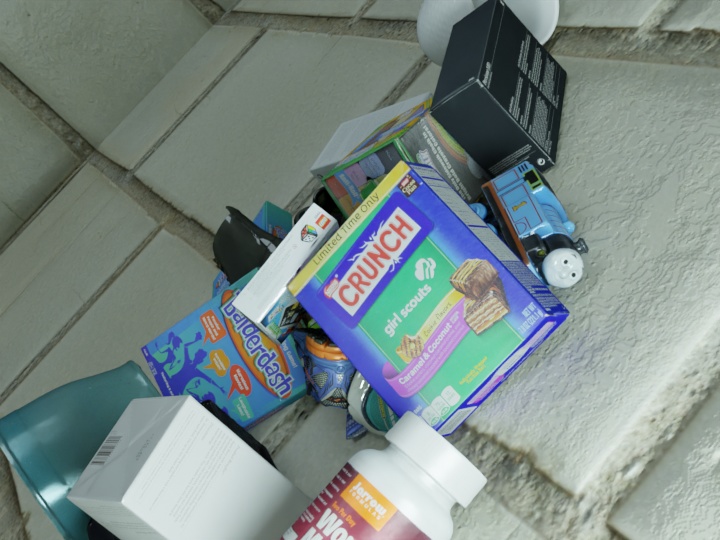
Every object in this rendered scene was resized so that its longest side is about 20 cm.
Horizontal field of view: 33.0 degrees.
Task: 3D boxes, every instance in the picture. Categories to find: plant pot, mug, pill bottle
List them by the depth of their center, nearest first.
[{"bbox_3d":[0.008,0.222,1.027,0.200,0.110,0.110,-48,23,-6],"label":"pill bottle"},{"bbox_3d":[-0.320,0.217,1.500,0.188,0.200,0.200,-35,21,-15],"label":"plant pot"},{"bbox_3d":[0.180,-0.353,1.671,0.200,0.148,0.175,-23,3,-29],"label":"mug"}]

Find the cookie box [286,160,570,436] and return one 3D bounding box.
[{"bbox_3d":[0.060,0.027,1.125,0.171,0.200,0.075,-48,-20,16],"label":"cookie box"}]

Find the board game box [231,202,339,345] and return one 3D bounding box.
[{"bbox_3d":[-0.067,0.009,1.252,0.126,0.035,0.200,-51,-8,-6],"label":"board game box"}]

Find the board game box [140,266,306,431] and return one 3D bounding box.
[{"bbox_3d":[-0.149,0.109,1.429,0.200,0.152,0.045,-34,-13,25],"label":"board game box"}]

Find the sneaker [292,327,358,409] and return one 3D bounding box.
[{"bbox_3d":[-0.036,0.101,1.285,0.200,0.075,0.079,-155,68,-87],"label":"sneaker"}]

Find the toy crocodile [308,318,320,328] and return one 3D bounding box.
[{"bbox_3d":[0.018,0.026,1.349,0.200,0.062,0.067,-37,-13,30],"label":"toy crocodile"}]

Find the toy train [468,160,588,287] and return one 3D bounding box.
[{"bbox_3d":[0.159,-0.026,1.217,0.114,0.087,0.200,-32,28,10],"label":"toy train"}]

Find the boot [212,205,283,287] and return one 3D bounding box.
[{"bbox_3d":[-0.142,0.034,1.491,0.077,0.138,0.200,-8,-50,-61],"label":"boot"}]

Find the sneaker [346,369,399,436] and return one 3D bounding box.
[{"bbox_3d":[0.059,0.071,1.208,0.080,0.077,0.200,17,84,32],"label":"sneaker"}]

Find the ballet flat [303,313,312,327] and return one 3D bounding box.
[{"bbox_3d":[0.000,0.000,1.468,0.072,0.068,0.200,4,54,44],"label":"ballet flat"}]

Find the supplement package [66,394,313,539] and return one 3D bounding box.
[{"bbox_3d":[-0.153,0.228,1.169,0.120,0.200,0.121,-11,40,51],"label":"supplement package"}]

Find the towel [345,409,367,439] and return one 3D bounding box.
[{"bbox_3d":[0.036,0.082,1.320,0.145,0.024,0.200,-38,25,19],"label":"towel"}]

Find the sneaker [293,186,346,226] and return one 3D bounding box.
[{"bbox_3d":[-0.034,-0.082,1.625,0.071,0.083,0.200,-55,21,-19],"label":"sneaker"}]

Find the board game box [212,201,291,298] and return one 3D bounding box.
[{"bbox_3d":[-0.146,0.017,1.628,0.152,0.045,0.200,-55,21,23],"label":"board game box"}]

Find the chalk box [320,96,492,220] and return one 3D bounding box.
[{"bbox_3d":[0.051,-0.100,1.404,0.124,0.125,0.200,-24,14,40],"label":"chalk box"}]

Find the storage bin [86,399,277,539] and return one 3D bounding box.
[{"bbox_3d":[-0.193,0.256,1.327,0.200,0.094,0.135,-45,23,-1],"label":"storage bin"}]

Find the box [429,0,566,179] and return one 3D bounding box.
[{"bbox_3d":[0.166,-0.211,1.434,0.079,0.141,0.200,-28,28,33],"label":"box"}]

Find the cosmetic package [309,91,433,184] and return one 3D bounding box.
[{"bbox_3d":[0.031,-0.166,1.671,0.200,0.071,0.102,-11,40,53],"label":"cosmetic package"}]
